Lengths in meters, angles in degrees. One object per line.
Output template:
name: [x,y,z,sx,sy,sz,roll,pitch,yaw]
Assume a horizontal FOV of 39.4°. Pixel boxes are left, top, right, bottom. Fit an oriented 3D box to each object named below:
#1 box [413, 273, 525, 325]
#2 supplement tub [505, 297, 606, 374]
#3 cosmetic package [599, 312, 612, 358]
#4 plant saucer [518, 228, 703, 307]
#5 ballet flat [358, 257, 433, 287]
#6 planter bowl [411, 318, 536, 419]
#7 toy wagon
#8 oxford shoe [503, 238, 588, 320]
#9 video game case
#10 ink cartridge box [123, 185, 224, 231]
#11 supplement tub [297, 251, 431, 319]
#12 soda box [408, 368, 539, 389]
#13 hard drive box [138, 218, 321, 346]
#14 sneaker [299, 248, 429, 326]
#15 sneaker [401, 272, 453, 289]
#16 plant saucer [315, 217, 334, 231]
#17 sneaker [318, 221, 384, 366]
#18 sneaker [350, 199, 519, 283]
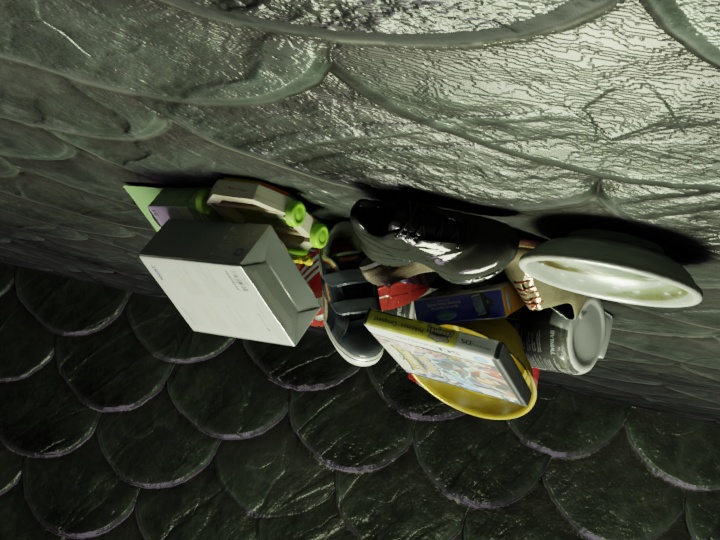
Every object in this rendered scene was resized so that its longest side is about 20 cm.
box: [0.152,0.035,1.297,0.119,0.042,0.200,-9,-177,25]
supplement tub: [0.246,0.079,1.472,0.199,0.123,0.122,7,170,41]
cosmetic package: [0.289,0.083,1.606,0.199,0.074,0.102,11,172,34]
plant saucer: [0.277,-0.007,1.104,0.199,0.050,0.200,14,172,2]
ballet flat: [0.075,-0.011,1.240,0.200,0.067,0.046,-15,111,47]
planter bowl: [0.164,0.112,1.398,0.200,0.084,0.201,21,143,17]
toy wagon: [-0.118,-0.063,1.331,0.155,0.040,0.200,10,163,29]
oxford shoe: [0.216,0.010,1.225,0.199,0.075,0.070,20,169,-36]
video game case: [0.115,0.114,1.285,0.180,0.026,0.200,13,161,25]
ink cartridge box: [-0.256,-0.055,1.449,0.199,0.048,0.146,4,137,39]
supplement tub: [0.003,0.034,1.570,0.199,0.123,0.123,12,171,18]
soda box: [0.179,0.148,1.574,0.199,0.064,0.070,3,-170,-22]
hard drive box: [-0.176,0.014,1.349,0.199,0.077,0.156,5,138,38]
sneaker: [0.000,0.000,1.464,0.199,0.116,0.078,-13,150,-13]
sneaker: [0.070,-0.014,1.323,0.082,0.071,0.200,15,170,-18]
plant saucer: [-0.048,-0.053,1.441,0.070,0.019,0.200,4,168,45]
sneaker: [-0.014,0.026,1.337,0.078,0.201,0.080,-8,148,-17]
sneaker: [0.076,-0.039,1.117,0.199,0.076,0.091,5,159,26]
